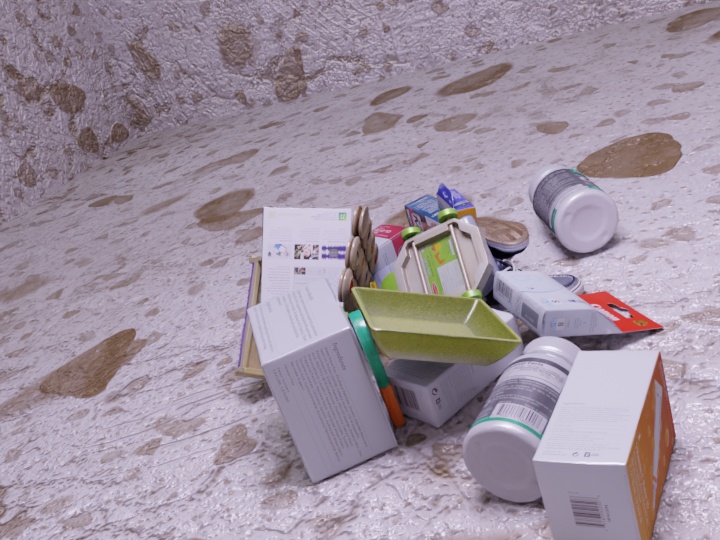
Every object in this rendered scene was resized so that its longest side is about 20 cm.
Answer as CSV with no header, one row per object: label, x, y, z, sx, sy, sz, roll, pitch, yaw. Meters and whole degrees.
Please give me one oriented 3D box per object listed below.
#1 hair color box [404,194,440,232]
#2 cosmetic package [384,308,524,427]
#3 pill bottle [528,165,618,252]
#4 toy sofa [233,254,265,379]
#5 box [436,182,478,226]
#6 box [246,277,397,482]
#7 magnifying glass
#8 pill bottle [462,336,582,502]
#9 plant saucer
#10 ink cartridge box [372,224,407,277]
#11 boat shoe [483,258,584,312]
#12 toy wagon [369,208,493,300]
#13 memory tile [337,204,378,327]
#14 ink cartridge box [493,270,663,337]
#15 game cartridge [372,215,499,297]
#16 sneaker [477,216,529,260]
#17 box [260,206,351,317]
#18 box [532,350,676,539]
hair color box,0.160,-0.073,1.663,0.060,0.101,0.200,-25,23,-14
cosmetic package,0.135,0.133,1.253,0.199,0.072,0.101,-34,27,-31
pill bottle,0.376,-0.119,1.560,0.112,0.114,0.200,-19,24,1
toy sofa,-0.156,0.079,1.432,0.082,0.202,0.097,10,-8,-24
box,0.171,-0.049,1.470,0.041,0.202,0.119,-11,22,-7
box,-0.057,0.146,1.211,0.130,0.201,0.199,-23,22,-4
magnifying glass,0.024,0.137,1.165,0.022,0.201,0.080,-24,35,-2
pill bottle,0.210,0.173,1.051,0.112,0.114,0.200,-3,27,34
plant saucer,0.093,0.078,1.167,0.198,0.048,0.200,6,13,-10
ink cartridge box,0.009,0.031,1.488,0.199,0.147,0.083,-32,26,-29
boat shoe,0.253,0.021,1.387,0.198,0.093,0.075,-16,23,8
toy wagon,0.106,0.001,1.346,0.199,0.039,0.156,-26,61,24
memory tile,0.000,0.000,1.326,0.017,0.200,0.155,8,71,11
ink cartridge box,0.316,0.043,1.261,0.198,0.048,0.160,-3,19,-17
game cartridge,0.121,0.018,1.377,0.199,0.041,0.134,-33,56,20
sneaker,0.238,-0.025,1.471,0.070,0.109,0.200,-19,16,-13
box,-0.086,0.001,1.370,0.143,0.202,0.036,2,-6,0
box,0.272,0.193,0.943,0.097,0.125,0.200,-4,27,31
